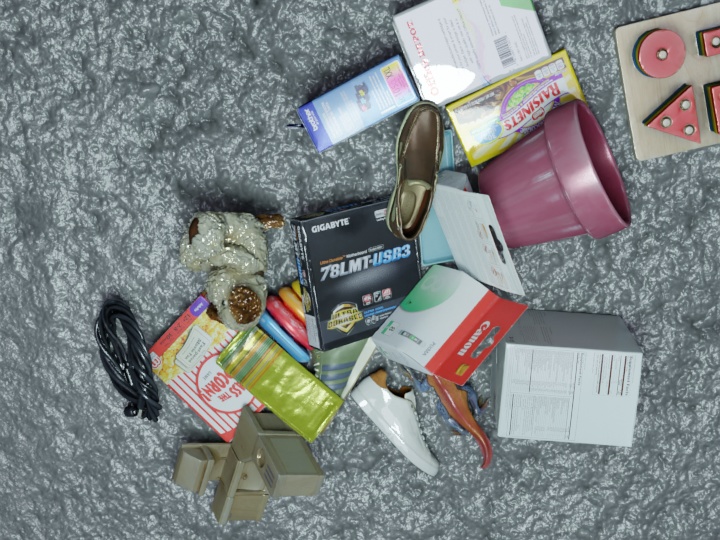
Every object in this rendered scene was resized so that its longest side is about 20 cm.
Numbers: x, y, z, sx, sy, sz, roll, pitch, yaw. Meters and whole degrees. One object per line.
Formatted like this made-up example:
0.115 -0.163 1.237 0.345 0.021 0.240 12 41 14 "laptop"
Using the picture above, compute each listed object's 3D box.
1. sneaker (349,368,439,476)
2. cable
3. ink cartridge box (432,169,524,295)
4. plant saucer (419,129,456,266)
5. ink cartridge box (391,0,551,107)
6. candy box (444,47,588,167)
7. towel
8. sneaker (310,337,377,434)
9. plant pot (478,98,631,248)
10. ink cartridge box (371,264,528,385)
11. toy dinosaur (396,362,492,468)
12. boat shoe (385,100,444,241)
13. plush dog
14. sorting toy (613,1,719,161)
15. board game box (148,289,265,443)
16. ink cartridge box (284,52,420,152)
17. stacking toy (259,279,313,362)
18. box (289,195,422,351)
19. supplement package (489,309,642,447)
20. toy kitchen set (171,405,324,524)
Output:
0.076 0.243 1.700 0.085 0.073 0.201 -42 106 -4 "sneaker"
-0.367 0.143 1.665 0.050 0.162 0.204 -17 103 -27 "cable"
0.178 -0.059 1.549 0.047 0.199 0.162 -28 109 -16 "ink cartridge box"
0.115 -0.112 1.632 0.069 0.019 0.204 -10 103 -19 "plant saucer"
0.161 -0.343 1.552 0.197 0.084 0.147 -22 101 8 "ink cartridge box"
0.237 -0.245 1.601 0.197 0.026 0.103 -25 104 9 "candy box"
-0.127 0.174 1.655 0.199 0.018 0.086 39 84 4 "towel"
-0.046 0.155 1.692 0.089 0.067 0.202 31 99 -2 "sneaker"
0.278 -0.124 1.553 0.177 0.200 0.202 -22 102 25 "plant pot"
0.126 0.076 1.555 0.161 0.199 0.050 -48 118 -17 "ink cartridge box"
0.145 0.173 1.647 0.105 0.200 0.182 -38 131 -4 "toy dinosaur"
0.087 -0.139 1.539 0.073 0.075 0.206 3 112 -12 "boat shoe"
-0.186 0.005 1.593 0.158 0.200 0.175 -4 85 -17 "plush dog"
0.490 -0.278 1.556 0.195 0.070 0.204 -12 102 6 "sorting toy"
-0.231 0.155 1.710 0.200 0.046 0.152 44 102 -7 "board game box"
-0.013 -0.241 1.559 0.198 0.137 0.077 -28 99 9 "ink cartridge box"
-0.063 0.034 1.654 0.110 0.116 0.200 45 90 -10 "stacking toy"
0.000 0.000 1.612 0.197 0.049 0.202 -14 105 -28 "box"
0.304 0.157 1.605 0.196 0.191 0.150 4 104 3 "supplement package"
-0.186 0.342 1.647 0.161 0.181 0.203 6 116 -30 "toy kitchen set"
